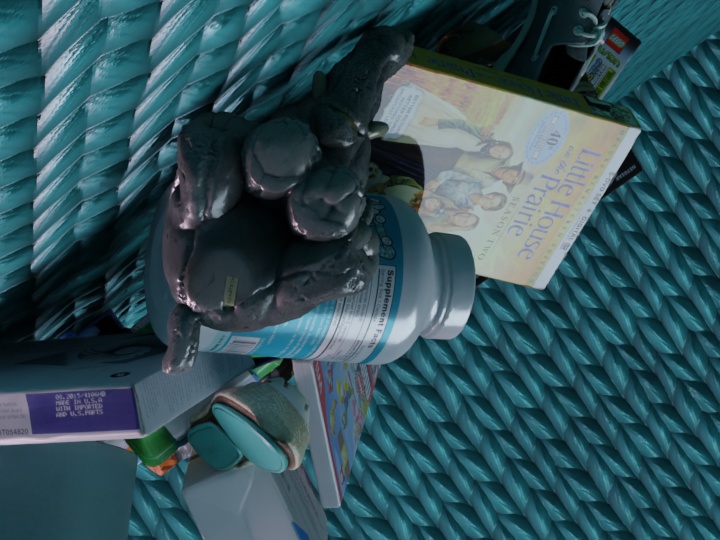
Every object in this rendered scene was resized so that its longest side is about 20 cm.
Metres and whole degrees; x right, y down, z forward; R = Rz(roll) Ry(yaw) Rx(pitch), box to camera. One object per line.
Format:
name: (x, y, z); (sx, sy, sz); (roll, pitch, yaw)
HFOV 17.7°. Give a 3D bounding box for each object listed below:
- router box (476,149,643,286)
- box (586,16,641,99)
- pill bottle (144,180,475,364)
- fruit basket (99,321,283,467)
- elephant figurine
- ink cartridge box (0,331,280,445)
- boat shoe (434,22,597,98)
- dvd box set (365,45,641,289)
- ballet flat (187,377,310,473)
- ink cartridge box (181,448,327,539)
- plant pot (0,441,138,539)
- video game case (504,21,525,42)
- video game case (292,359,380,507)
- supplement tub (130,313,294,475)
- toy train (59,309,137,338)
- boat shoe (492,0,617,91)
router box: (0.106, -0.042, 1.846); (0.200, 0.052, 0.157); (-34, -172, -20)
box: (0.143, -0.137, 1.843); (0.110, 0.035, 0.200); (-55, -168, -13)
pill bottle: (-0.030, 0.002, 1.475); (0.199, 0.111, 0.111); (5, 157, -24)
fruit basket: (-0.120, 0.085, 1.724); (0.185, 0.094, 0.200); (-40, 161, -5)
elephant figurine: (-0.040, -0.048, 1.359); (0.155, 0.142, 0.200); (-9, -163, 10)
ink cartridge box: (-0.181, 0.069, 1.520); (0.199, 0.041, 0.200); (-5, -170, 24)
boat shoe: (0.079, -0.138, 1.666); (0.200, 0.074, 0.076); (-7, 170, -36)
dvd box set: (0.071, -0.067, 1.548); (0.199, 0.029, 0.147); (14, 122, -29)
ballet flat: (-0.069, 0.096, 1.553); (0.062, 0.067, 0.200); (-43, -170, -17)
ink cartridge box: (-0.077, 0.178, 1.735); (0.067, 0.116, 0.200); (-24, -171, 3)
plant pot: (-0.259, 0.207, 1.615); (0.200, 0.162, 0.201); (1, 167, 0)
video game case: (0.076, -0.121, 1.916); (0.200, 0.019, 0.143); (-38, -161, 45)
video game case: (-0.017, 0.075, 1.870); (0.017, 0.143, 0.200); (-3, -149, 13)
supplement tub: (-0.124, 0.069, 1.921); (0.200, 0.123, 0.123); (-43, 178, -13)
toy train: (-0.251, 0.111, 1.812); (0.200, 0.087, 0.114); (-38, -174, -5)
boat shoe: (0.147, -0.159, 1.583); (0.073, 0.062, 0.200); (15, 112, -44)
